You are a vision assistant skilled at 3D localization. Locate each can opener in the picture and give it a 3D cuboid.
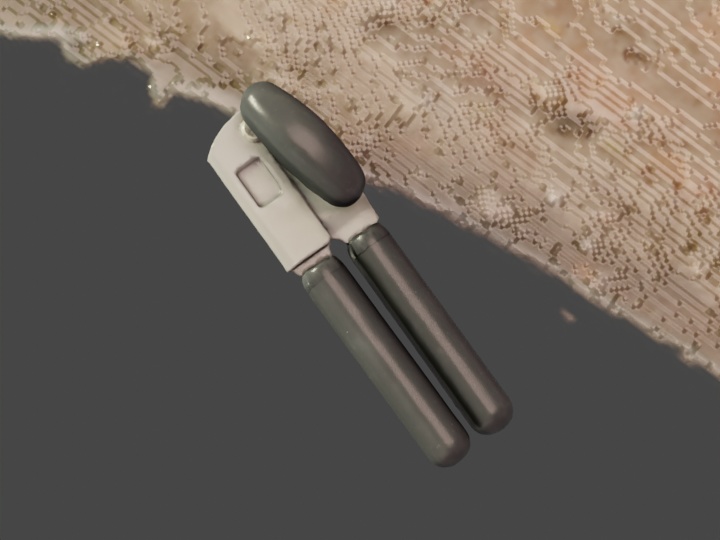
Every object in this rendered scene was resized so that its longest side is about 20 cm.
[{"bbox_3d":[0.000,0.000,0.999,0.053,0.067,0.200,-35,84,-10],"label":"can opener"}]
